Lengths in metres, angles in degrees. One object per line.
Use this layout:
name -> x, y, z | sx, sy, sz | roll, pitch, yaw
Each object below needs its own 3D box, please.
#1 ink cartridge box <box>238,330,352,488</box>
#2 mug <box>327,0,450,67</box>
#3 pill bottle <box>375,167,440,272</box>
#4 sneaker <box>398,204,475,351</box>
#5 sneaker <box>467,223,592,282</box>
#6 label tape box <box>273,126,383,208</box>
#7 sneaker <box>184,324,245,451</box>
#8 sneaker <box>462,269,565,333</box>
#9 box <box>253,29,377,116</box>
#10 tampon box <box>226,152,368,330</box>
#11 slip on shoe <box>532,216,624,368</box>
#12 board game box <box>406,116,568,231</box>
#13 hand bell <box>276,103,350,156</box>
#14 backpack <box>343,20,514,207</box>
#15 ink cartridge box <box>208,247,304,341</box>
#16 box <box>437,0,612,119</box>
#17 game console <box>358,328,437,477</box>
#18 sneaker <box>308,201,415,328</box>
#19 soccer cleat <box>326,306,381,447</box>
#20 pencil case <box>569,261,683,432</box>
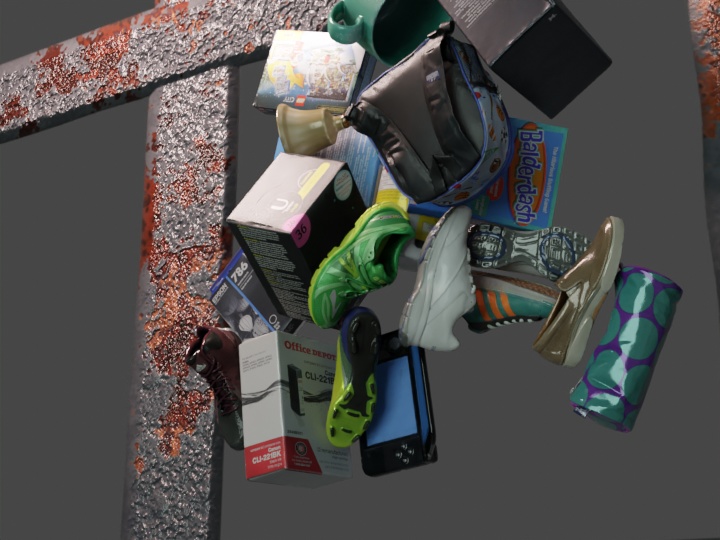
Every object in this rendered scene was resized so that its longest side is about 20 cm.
ink cartridge box -> -0.093, 0.200, 1.693 | 0.083, 0.144, 0.202 | -22, 64, 35
mug -> 0.037, -0.402, 1.775 | 0.114, 0.184, 0.153 | 46, 113, 38
pill bottle -> 0.081, -0.106, 1.695 | 0.113, 0.114, 0.202 | 6, 78, 35
sneaker -> 0.114, 0.012, 1.549 | 0.086, 0.075, 0.202 | 18, 85, -3
sneaker -> 0.236, -0.025, 1.588 | 0.198, 0.087, 0.075 | 12, 90, 17
label tape box -> -0.040, -0.158, 1.824 | 0.198, 0.063, 0.146 | 4, 76, 35
sneaker -> -0.224, 0.175, 1.813 | 0.075, 0.115, 0.202 | -26, 62, 25
sneaker -> 0.192, 0.051, 1.605 | 0.198, 0.071, 0.081 | 13, 100, 32
box -> -0.072, -0.315, 1.913 | 0.199, 0.038, 0.138 | 12, 82, 36
tampon box -> -0.071, -0.043, 1.699 | 0.125, 0.201, 0.150 | 12, 53, 35
slip on shoe -> 0.278, 0.023, 1.504 | 0.060, 0.076, 0.202 | 20, 99, -1
board game box -> 0.174, -0.137, 1.622 | 0.198, 0.045, 0.154 | 11, 80, 1
hand bell -> -0.015, -0.225, 1.755 | 0.198, 0.104, 0.105 | -15, 66, 14
backpack -> 0.104, -0.178, 1.511 | 0.200, 0.153, 0.192 | -37, 59, 35
ink cartridge box -> -0.173, 0.048, 1.867 | 0.100, 0.039, 0.200 | -53, 53, 10
box -> 0.216, -0.344, 1.625 | 0.124, 0.199, 0.197 | -43, 56, 16
game console -> 0.042, 0.166, 1.634 | 0.175, 0.116, 0.202 | -19, 65, 28
sneaker -> 0.000, 0.000, 1.604 | 0.084, 0.074, 0.201 | 43, 103, 36
soccer cleat -> -0.009, 0.149, 1.663 | 0.084, 0.064, 0.202 | -132, 51, -74
pencil case -> 0.330, 0.097, 1.479 | 0.092, 0.085, 0.202 | 21, 87, 30
